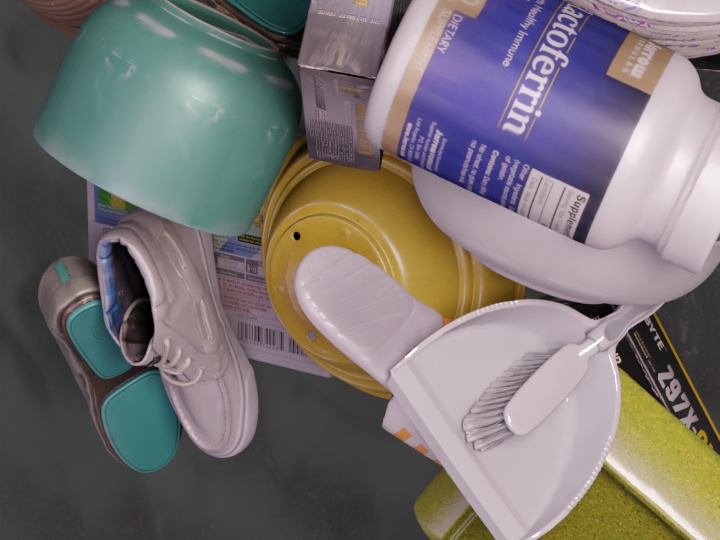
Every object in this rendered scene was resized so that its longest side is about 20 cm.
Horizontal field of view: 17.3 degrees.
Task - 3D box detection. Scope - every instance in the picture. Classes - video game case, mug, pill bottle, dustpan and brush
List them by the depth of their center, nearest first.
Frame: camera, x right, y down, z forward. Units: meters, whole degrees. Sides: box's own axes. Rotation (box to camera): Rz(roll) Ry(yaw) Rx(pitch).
[{"bbox_3d":[0.113,-0.081,1.276,0.200,0.116,0.116,25,121,6],"label":"pill bottle"},{"bbox_3d":[0.126,0.057,1.452,0.140,0.200,0.057,55,144,-9],"label":"dustpan and brush"},{"bbox_3d":[-0.113,-0.109,1.491,0.152,0.185,0.115,25,102,-4],"label":"mug"},{"bbox_3d":[-0.102,-0.030,1.649,0.200,0.022,0.183,13,117,24],"label":"video game case"}]

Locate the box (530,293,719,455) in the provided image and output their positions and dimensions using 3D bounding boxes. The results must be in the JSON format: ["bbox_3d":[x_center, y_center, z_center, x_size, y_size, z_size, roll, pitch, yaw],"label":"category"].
[{"bbox_3d":[0.150,0.113,1.562,0.160,0.049,0.200,-23,99,36],"label":"box"}]

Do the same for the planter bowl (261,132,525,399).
[{"bbox_3d":[0.000,0.000,1.528,0.200,0.083,0.201,10,109,30],"label":"planter bowl"}]

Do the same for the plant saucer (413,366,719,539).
[{"bbox_3d":[0.146,0.171,1.533,0.200,0.048,0.200,41,125,6],"label":"plant saucer"}]

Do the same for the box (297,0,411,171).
[{"bbox_3d":[0.004,-0.160,1.384,0.048,0.200,0.159,10,78,3],"label":"box"}]

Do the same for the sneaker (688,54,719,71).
[{"bbox_3d":[0.161,-0.144,1.404,0.200,0.112,0.073,12,117,23],"label":"sneaker"}]

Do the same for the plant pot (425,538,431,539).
[{"bbox_3d":[0.048,0.292,1.619,0.200,0.200,0.188,-38,78,35],"label":"plant pot"}]

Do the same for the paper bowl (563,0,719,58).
[{"bbox_3d":[0.172,-0.215,1.335,0.201,0.201,0.104,39,164,7],"label":"paper bowl"}]

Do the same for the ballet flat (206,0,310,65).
[{"bbox_3d":[-0.025,-0.149,1.535,0.200,0.068,0.075,22,140,16],"label":"ballet flat"}]

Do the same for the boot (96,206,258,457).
[{"bbox_3d":[-0.134,0.051,1.630,0.073,0.096,0.200,-6,109,30],"label":"boot"}]

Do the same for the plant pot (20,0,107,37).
[{"bbox_3d":[-0.194,-0.245,1.528,0.201,0.093,0.201,10,106,39],"label":"plant pot"}]

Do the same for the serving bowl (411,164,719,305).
[{"bbox_3d":[0.118,-0.026,1.420,0.200,0.200,0.066,24,104,17],"label":"serving bowl"}]

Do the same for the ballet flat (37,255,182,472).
[{"bbox_3d":[-0.177,0.063,1.694,0.064,0.067,0.200,54,168,42],"label":"ballet flat"}]

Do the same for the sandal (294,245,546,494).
[{"bbox_3d":[0.031,0.061,1.462,0.207,0.079,0.059,42,145,-16],"label":"sandal"}]
